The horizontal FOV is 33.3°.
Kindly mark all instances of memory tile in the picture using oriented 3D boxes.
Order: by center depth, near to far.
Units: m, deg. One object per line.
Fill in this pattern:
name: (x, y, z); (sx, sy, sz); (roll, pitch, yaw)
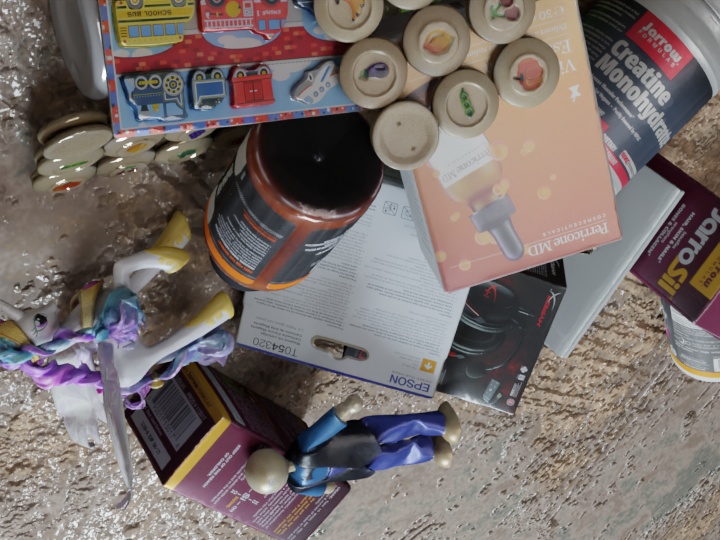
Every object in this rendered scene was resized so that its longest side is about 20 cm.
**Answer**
memory tile: (0.045, -0.184, 0.842); (0.152, 0.017, 0.202); (-25, 109, 0)
memory tile: (-0.149, -0.104, 0.912); (0.198, 0.017, 0.153); (-18, 173, -22)

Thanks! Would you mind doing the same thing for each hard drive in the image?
hard drive: (0.212, -0.033, 1.211); (0.201, 0.132, 0.026); (-57, 155, 13)

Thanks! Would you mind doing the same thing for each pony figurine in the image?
pony figurine: (-0.202, 0.071, 1.003); (0.199, 0.166, 0.195); (-28, 117, -26)

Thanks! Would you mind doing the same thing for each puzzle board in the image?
puzzle board: (-0.081, -0.177, 0.824); (0.198, 0.017, 0.153); (-10, 103, -26)

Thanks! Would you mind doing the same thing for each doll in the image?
doll: (-0.010, 0.161, 1.092); (0.198, 0.049, 0.137); (-9, 138, -19)

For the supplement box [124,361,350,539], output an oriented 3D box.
supplement box: (-0.115, 0.172, 1.145); (0.086, 0.110, 0.200); (-47, 134, 5)

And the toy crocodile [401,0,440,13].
toy crocodile: (0.117, -0.240, 1.044); (0.198, 0.062, 0.068); (-3, 123, -34)

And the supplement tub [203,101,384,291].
supplement tub: (-0.063, -0.050, 0.946); (0.106, 0.108, 0.200); (-12, 164, -27)

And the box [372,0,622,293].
box: (0.103, -0.109, 0.941); (0.150, 0.106, 0.202); (-17, 110, -1)

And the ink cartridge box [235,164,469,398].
ink cartridge box: (0.000, 0.000, 1.080); (0.194, 0.043, 0.202); (16, 119, -1)

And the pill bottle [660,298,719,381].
pill bottle: (0.406, 0.026, 1.397); (0.116, 0.116, 0.201); (-32, 133, -11)

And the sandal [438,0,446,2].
sandal: (0.130, -0.251, 0.985); (0.206, 0.059, 0.079); (-38, 112, 5)

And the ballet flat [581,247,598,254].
ballet flat: (0.158, -0.016, 1.187); (0.198, 0.047, 0.067); (-20, 156, 19)

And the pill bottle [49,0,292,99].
pill bottle: (-0.116, -0.200, 0.876); (0.198, 0.114, 0.115); (-17, 129, -24)

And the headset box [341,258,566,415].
headset box: (0.078, 0.033, 1.151); (0.198, 0.075, 0.150); (18, 116, -3)

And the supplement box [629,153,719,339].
supplement box: (0.322, -0.034, 1.223); (0.085, 0.200, 0.111); (23, 108, -45)

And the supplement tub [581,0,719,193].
supplement tub: (0.247, -0.179, 1.122); (0.200, 0.140, 0.140); (-45, 135, 2)
